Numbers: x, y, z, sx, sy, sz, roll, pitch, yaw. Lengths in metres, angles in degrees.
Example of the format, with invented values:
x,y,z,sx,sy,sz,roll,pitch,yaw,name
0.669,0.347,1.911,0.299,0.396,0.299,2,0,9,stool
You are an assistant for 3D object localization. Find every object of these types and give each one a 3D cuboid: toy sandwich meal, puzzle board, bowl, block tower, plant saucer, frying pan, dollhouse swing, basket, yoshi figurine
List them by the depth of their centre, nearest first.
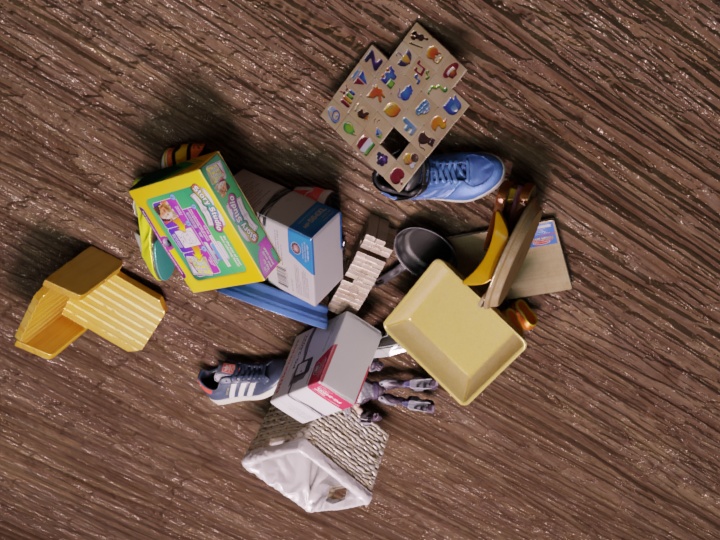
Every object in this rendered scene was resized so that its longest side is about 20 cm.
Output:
x,y,z,sx,sy,sz,roll,pitch,yaw,name
0.215,-0.040,1.487,0.070,0.206,0.207,25,135,13,toy sandwich meal
0.159,0.095,1.610,0.200,0.048,0.200,43,133,6,plant saucer
0.240,-0.013,1.627,0.197,0.018,0.152,-10,128,18,puzzle board
0.099,-0.009,1.639,0.114,0.031,0.191,31,142,3,frying pan
0.000,0.000,1.655,0.053,0.058,0.201,21,133,-8,block tower
-0.146,0.049,1.658,0.198,0.040,0.201,20,178,1,bowl
0.220,0.139,1.708,0.112,0.113,0.199,29,136,-27,yoshi figurine
-0.483,0.094,1.763,0.175,0.182,0.200,41,129,0,dollhouse swing
-0.084,0.344,1.886,0.200,0.162,0.197,40,141,-25,basket

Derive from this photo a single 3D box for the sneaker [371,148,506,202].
x,y,z,sx,sy,sz,roll,pitch,yaw,name
0.114,-0.142,1.461,0.197,0.111,0.078,-1,89,17,sneaker

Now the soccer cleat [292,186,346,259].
x,y,z,sx,sy,sz,roll,pitch,yaw,name
-0.071,-0.056,1.620,0.072,0.068,0.202,19,138,21,soccer cleat

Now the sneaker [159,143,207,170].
x,y,z,sx,sy,sz,roll,pitch,yaw,name
-0.243,-0.118,1.582,0.089,0.070,0.201,-11,127,24,sneaker

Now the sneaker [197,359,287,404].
x,y,z,sx,sy,sz,roll,pitch,yaw,name
-0.228,0.200,1.864,0.198,0.076,0.085,-20,130,26,sneaker

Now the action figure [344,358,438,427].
x,y,z,sx,sy,sz,roll,pitch,yaw,name
0.042,0.224,1.825,0.197,0.069,0.132,4,93,-7,action figure

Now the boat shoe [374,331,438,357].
x,y,z,sx,sy,sz,roll,pitch,yaw,name
0.083,0.105,1.734,0.198,0.071,0.064,-16,100,30,boat shoe

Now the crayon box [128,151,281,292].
x,y,z,sx,sy,sz,roll,pitch,yaw,name
-0.241,-0.070,1.515,0.171,0.058,0.202,-10,119,39,crayon box

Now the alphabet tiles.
x,y,z,sx,sy,sz,roll,pitch,yaw,name
0.056,-0.242,1.396,0.167,0.008,0.200,44,115,9,alphabet tiles

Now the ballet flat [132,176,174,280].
x,y,z,sx,sy,sz,roll,pitch,yaw,name
-0.354,-0.075,1.657,0.066,0.067,0.202,21,133,20,ballet flat

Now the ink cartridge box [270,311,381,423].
x,y,z,sx,sy,sz,roll,pitch,yaw,name
-0.064,0.174,1.726,0.083,0.147,0.199,32,150,-19,ink cartridge box

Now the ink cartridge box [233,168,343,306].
x,y,z,sx,sy,sz,roll,pitch,yaw,name
-0.131,-0.055,1.557,0.198,0.084,0.147,26,140,25,ink cartridge box
